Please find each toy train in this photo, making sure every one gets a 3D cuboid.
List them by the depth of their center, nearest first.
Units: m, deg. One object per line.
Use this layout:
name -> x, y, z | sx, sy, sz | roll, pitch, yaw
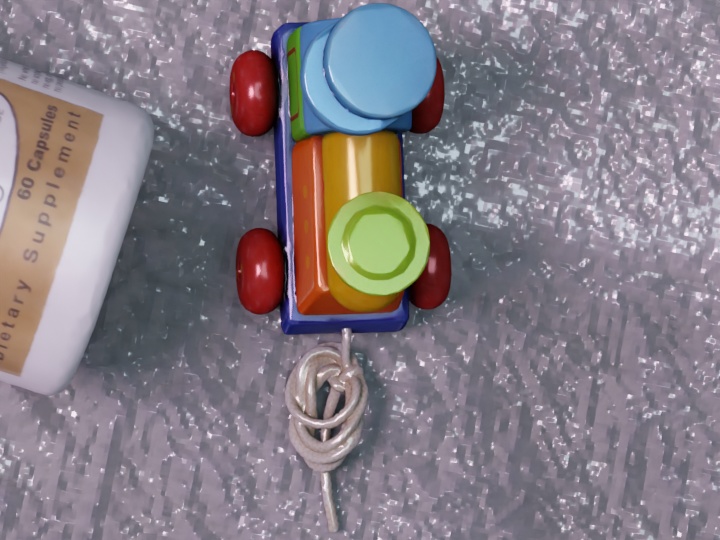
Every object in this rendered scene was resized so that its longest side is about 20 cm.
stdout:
toy train -> 0.000, 0.000, 0.990 | 0.084, 0.116, 0.202 | -2, 87, -10

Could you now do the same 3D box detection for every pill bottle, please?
pill bottle -> -0.186, -0.036, 0.960 | 0.199, 0.114, 0.115 | 18, 84, -8
